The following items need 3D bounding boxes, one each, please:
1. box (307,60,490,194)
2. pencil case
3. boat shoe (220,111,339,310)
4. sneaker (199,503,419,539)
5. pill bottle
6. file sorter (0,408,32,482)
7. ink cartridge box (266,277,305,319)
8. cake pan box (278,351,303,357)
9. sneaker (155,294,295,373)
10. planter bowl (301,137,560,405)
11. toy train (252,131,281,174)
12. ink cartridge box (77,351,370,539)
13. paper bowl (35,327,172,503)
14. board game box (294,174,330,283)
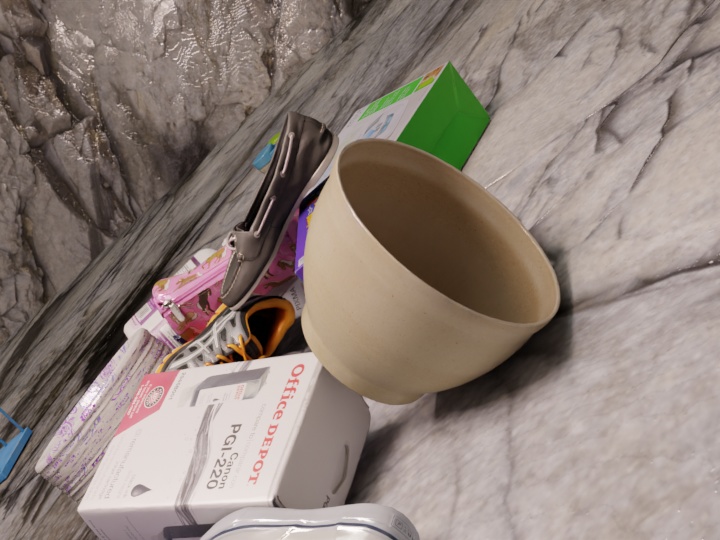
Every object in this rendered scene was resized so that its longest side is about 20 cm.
[{"bbox_3d":[0.037,-0.130,1.306,0.175,0.097,0.201,-19,29,45],"label":"box"},{"bbox_3d":[-0.128,0.001,1.159,0.198,0.083,0.087,-31,28,21],"label":"pencil case"},{"bbox_3d":[-0.094,-0.060,1.053,0.202,0.056,0.067,-59,21,3],"label":"boat shoe"},{"bbox_3d":[-0.053,0.204,0.730,0.198,0.073,0.071,-22,23,37],"label":"sneaker"},{"bbox_3d":[-0.204,0.045,1.422,0.200,0.112,0.112,-44,17,-6],"label":"pill bottle"},{"bbox_3d":[-0.686,0.327,1.846,0.199,0.123,0.139,-38,18,17],"label":"file sorter"},{"bbox_3d":[-0.109,0.031,1.231,0.197,0.058,0.162,-20,11,-17],"label":"ink cartridge box"},{"bbox_3d":[-0.107,0.165,1.017,0.200,0.052,0.183,-49,20,-19],"label":"cake pan box"},{"bbox_3d":[-0.132,0.089,1.047,0.076,0.079,0.201,-15,32,41],"label":"sneaker"},{"bbox_3d":[0.034,0.015,0.834,0.135,0.198,0.201,-54,10,29],"label":"planter bowl"},{"bbox_3d":[-0.101,-0.169,1.688,0.084,0.116,0.201,-34,19,24],"label":"toy train"},{"bbox_3d":[-0.106,0.152,0.867,0.197,0.085,0.147,-9,42,29],"label":"ink cartridge box"},{"bbox_3d":[-0.273,0.175,1.248,0.201,0.104,0.201,-49,10,11],"label":"paper bowl"},{"bbox_3d":[0.000,0.000,1.014,0.045,0.135,0.201,-39,18,12],"label":"board game box"}]
